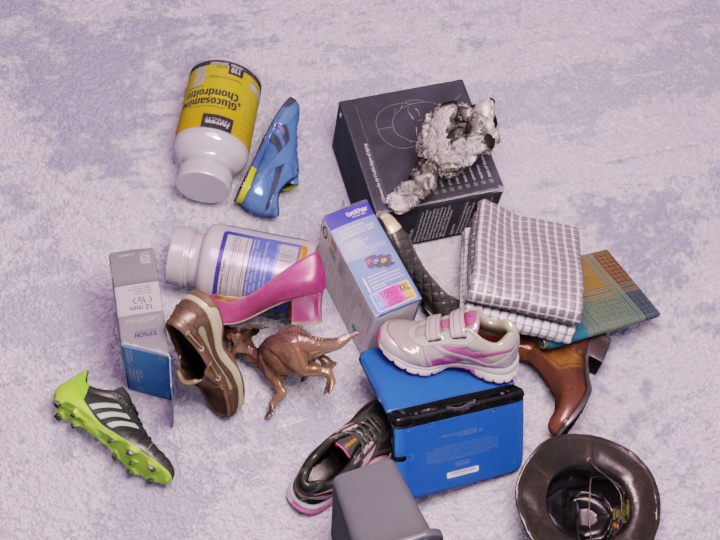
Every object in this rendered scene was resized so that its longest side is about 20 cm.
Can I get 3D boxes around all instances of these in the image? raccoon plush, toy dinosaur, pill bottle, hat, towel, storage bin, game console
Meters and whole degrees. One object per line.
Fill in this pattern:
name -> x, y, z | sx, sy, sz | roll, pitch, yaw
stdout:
raccoon plush -> 0.115, -0.167, 1.732 | 0.199, 0.134, 0.097 | -35, 85, 12
toy dinosaur -> -0.104, 0.106, 1.643 | 0.136, 0.199, 0.086 | 55, 34, -19
pill bottle -> -0.165, -0.003, 1.713 | 0.198, 0.112, 0.113 | 10, 61, 0
hat -> 0.288, 0.311, 1.618 | 0.198, 0.081, 0.203 | 5, 66, -12
towel -> 0.224, -0.003, 1.710 | 0.164, 0.086, 0.201 | 10, 42, -2
towel -> 0.309, 0.039, 1.762 | 0.198, 0.022, 0.147 | -12, 48, -24
storage bin -> 0.014, 0.337, 1.516 | 0.144, 0.201, 0.135 | -15, 53, -14
pill bottle -> -0.214, -0.206, 1.815 | 0.111, 0.112, 0.202 | 9, 61, -2
game console -> 0.108, 0.189, 1.650 | 0.198, 0.172, 0.118 | -9, 18, -24

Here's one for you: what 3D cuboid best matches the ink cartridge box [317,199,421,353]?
ink cartridge box -> 0.000, 0.000, 1.716 | 0.076, 0.137, 0.201 | -22, 67, -19

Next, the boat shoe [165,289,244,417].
boat shoe -> -0.209, 0.122, 1.596 | 0.074, 0.204, 0.075 | 14, 44, 34

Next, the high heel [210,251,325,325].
high heel -> -0.144, 0.022, 1.631 | 0.198, 0.067, 0.097 | 1, 100, 12

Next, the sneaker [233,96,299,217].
sneaker -> -0.119, -0.165, 1.837 | 0.078, 0.066, 0.201 | 24, 62, -7

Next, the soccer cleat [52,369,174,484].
soccer cleat -> -0.313, 0.202, 1.616 | 0.199, 0.068, 0.081 | 34, 51, 12

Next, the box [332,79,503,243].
box -> 0.080, -0.154, 1.814 | 0.195, 0.124, 0.202 | -11, 64, -14

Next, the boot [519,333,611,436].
boot -> 0.231, 0.122, 1.717 | 0.199, 0.069, 0.189 | 24, 62, 7

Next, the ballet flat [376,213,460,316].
ballet flat -> 0.084, -0.002, 1.728 | 0.057, 0.066, 0.201 | -37, 110, -6

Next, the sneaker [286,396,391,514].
sneaker -> -0.010, 0.237, 1.617 | 0.080, 0.087, 0.200 | 39, 64, 12

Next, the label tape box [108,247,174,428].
label tape box -> -0.287, 0.093, 1.629 | 0.065, 0.144, 0.202 | -6, 63, -10

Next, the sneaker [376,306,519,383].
sneaker -> 0.121, 0.084, 1.621 | 0.198, 0.089, 0.082 | 5, 40, -9
